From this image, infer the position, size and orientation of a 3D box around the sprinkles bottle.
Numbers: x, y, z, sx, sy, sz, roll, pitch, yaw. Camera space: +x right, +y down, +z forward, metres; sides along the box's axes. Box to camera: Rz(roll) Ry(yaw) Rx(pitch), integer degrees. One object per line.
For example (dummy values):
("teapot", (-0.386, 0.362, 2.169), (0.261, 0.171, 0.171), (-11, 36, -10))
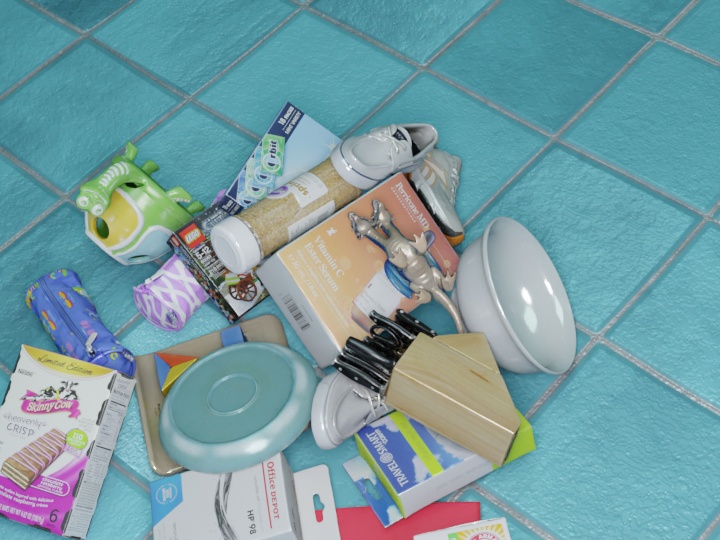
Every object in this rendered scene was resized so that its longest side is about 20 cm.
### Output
("sprinkles bottle", (-0.091, -0.071, 1.657), (0.200, 0.068, 0.068), (-34, 53, -29))

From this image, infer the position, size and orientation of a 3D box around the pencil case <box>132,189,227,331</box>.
("pencil case", (-0.218, -0.010, 1.755), (0.084, 0.086, 0.200), (1, 43, 45))

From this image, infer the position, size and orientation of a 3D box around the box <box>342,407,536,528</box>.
("box", (0.087, 0.203, 1.545), (0.199, 0.048, 0.122), (-25, 40, -13))

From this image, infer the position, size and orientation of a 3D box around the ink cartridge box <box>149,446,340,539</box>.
("ink cartridge box", (-0.132, 0.275, 1.508), (0.199, 0.067, 0.116), (-17, 49, 4))

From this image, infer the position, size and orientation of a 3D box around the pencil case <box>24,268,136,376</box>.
("pencil case", (-0.359, 0.078, 1.701), (0.078, 0.087, 0.200), (-33, 50, -12))

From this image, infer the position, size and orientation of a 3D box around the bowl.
("bowl", (0.172, 0.044, 1.609), (0.090, 0.201, 0.202), (-25, 43, 30))

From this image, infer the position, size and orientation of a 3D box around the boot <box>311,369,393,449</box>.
("boot", (0.017, 0.140, 1.557), (0.095, 0.074, 0.200), (-10, 21, 24))

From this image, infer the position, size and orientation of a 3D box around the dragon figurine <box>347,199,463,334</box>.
("dragon figurine", (0.065, -0.001, 1.575), (0.059, 0.200, 0.099), (-40, 15, -4))

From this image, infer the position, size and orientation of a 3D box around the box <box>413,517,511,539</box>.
("box", (0.125, 0.373, 1.373), (0.101, 0.113, 0.201), (-11, 49, -1))

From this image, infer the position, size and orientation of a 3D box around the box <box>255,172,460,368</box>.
("box", (0.000, 0.000, 1.650), (0.200, 0.106, 0.153), (-35, 90, -22))

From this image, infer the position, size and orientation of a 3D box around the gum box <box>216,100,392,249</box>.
("gum box", (-0.060, -0.097, 1.743), (0.200, 0.045, 0.170), (35, 62, -8))

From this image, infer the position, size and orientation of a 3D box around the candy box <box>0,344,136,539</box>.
("candy box", (-0.363, 0.202, 1.574), (0.136, 0.061, 0.201), (12, 78, 18))

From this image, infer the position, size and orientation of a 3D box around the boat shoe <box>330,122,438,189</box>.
("boat shoe", (0.033, -0.157, 1.693), (0.074, 0.065, 0.200), (51, 31, 6))

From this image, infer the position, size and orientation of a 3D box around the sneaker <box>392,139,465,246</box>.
("sneaker", (0.107, -0.117, 1.801), (0.092, 0.076, 0.200), (-19, 52, -12))

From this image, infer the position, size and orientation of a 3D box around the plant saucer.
("plant saucer", (-0.148, 0.152, 1.569), (0.199, 0.027, 0.201), (-11, 41, 10))

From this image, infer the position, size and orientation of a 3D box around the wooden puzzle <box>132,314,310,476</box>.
("wooden puzzle", (-0.178, 0.144, 1.649), (0.199, 0.046, 0.186), (-16, 50, -4))

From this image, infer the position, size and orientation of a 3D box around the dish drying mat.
("dish drying mat", (0.038, 0.301, 1.506), (0.199, 0.018, 0.077), (-4, 49, 5))

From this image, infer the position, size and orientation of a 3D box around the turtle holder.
("turtle holder", (-0.298, -0.078, 1.769), (0.141, 0.186, 0.132), (42, 89, -7))

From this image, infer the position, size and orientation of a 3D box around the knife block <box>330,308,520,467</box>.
("knife block", (0.067, 0.131, 1.496), (0.175, 0.064, 0.200), (-5, 47, -16))

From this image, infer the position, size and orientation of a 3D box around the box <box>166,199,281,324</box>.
("box", (-0.134, -0.041, 1.736), (0.200, 0.038, 0.137), (-38, 89, -31))
